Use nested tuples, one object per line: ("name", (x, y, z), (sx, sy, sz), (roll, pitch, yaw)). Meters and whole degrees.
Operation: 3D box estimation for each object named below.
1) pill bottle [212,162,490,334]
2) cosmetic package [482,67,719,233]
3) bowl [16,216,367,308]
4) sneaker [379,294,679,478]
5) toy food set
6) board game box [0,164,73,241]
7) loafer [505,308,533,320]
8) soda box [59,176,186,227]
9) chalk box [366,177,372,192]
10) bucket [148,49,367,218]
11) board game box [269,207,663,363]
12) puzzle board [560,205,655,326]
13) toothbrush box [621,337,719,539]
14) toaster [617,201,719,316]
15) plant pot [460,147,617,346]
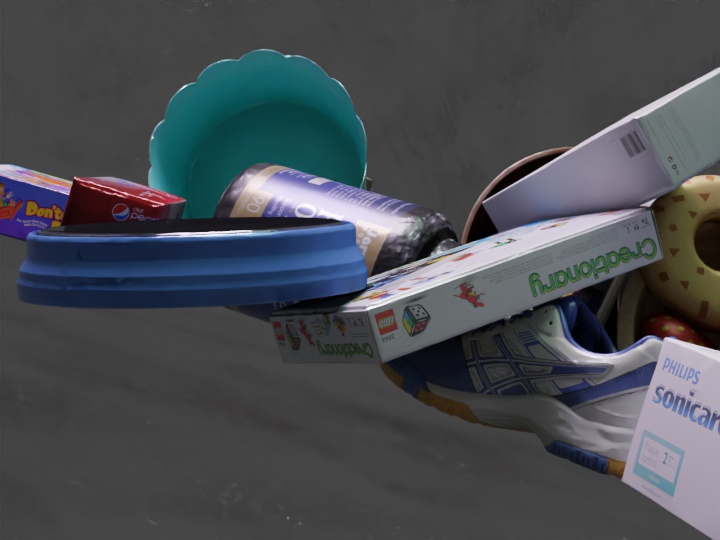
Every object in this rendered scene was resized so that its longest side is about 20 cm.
("pill bottle", (0.000, 0.000, 1.122), (0.199, 0.112, 0.112), (17, 3, 24))
("cosmetic package", (0.161, -0.064, 1.006), (0.082, 0.051, 0.200), (-32, 1, -24))
("bowl", (-0.095, -0.007, 0.911), (0.199, 0.040, 0.201), (-2, 5, 0))
("sneaker", (0.102, 0.053, 0.930), (0.199, 0.089, 0.075), (17, 5, 35))
("toy food set", (0.260, 0.043, 1.002), (0.197, 0.201, 0.049), (16, -24, 2))
("board game box", (-0.248, -0.048, 1.319), (0.134, 0.045, 0.200), (16, 3, -4))
("loafer", (0.040, 0.029, 1.202), (0.200, 0.068, 0.070), (15, 8, 34))
("soda box", (-0.165, -0.025, 1.109), (0.063, 0.070, 0.200), (17, 3, -3))
("chalk box", (-0.064, -0.065, 1.838), (0.123, 0.125, 0.200), (16, 2, 4))
("bucket", (-0.087, -0.087, 1.457), (0.206, 0.208, 0.135), (16, -7, 6))
("board game box", (0.061, 0.009, 0.936), (0.199, 0.035, 0.126), (-19, 6, -26))
("puzzle board", (0.148, 0.025, 1.072), (0.017, 0.151, 0.200), (23, 4, 1))
("toothbrush box", (0.255, 0.106, 0.792), (0.199, 0.086, 0.146), (16, 4, -18))
("toaster", (0.246, 0.044, 1.127), (0.113, 0.201, 0.129), (-2, 15, -1))
("plant pot", (0.166, 0.015, 1.323), (0.186, 0.188, 0.200), (16, -11, 2))
